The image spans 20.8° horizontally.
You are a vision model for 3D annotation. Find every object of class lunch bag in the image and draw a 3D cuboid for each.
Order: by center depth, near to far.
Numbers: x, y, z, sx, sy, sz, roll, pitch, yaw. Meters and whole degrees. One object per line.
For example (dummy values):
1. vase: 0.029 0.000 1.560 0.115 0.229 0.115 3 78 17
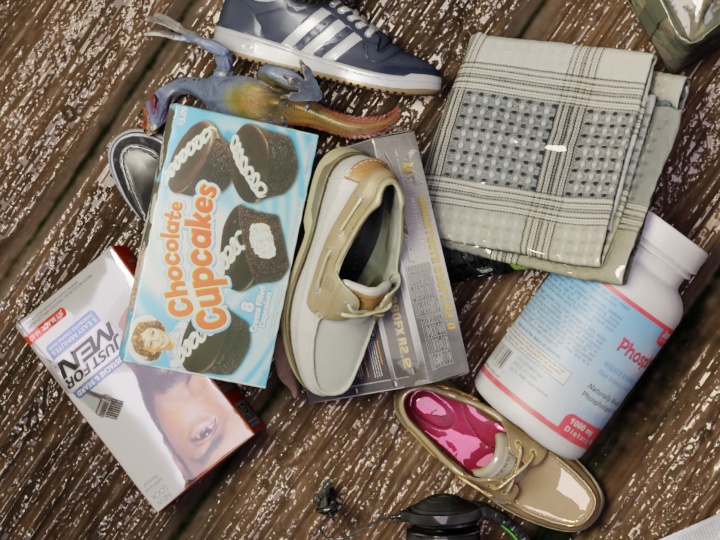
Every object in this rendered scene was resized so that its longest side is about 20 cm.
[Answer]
1. lunch bag: 0.244 -0.271 1.546 0.117 0.164 0.201 -27 86 1

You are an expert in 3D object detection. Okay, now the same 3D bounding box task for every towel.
1. towel: 0.150 -0.095 1.576 0.199 0.035 0.194 13 71 23

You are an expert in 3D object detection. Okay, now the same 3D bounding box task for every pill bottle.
1. pill bottle: 0.190 0.044 1.590 0.108 0.109 0.201 36 96 5

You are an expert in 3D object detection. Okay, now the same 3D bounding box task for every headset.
1. headset: 0.052 0.237 1.645 0.199 0.094 0.124 27 91 -9

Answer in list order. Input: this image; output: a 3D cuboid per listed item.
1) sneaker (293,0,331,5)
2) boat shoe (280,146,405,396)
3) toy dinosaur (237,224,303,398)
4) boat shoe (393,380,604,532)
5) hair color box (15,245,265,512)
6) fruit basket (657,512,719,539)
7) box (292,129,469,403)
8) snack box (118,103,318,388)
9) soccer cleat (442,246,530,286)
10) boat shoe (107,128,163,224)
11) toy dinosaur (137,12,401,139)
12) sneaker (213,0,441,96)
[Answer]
1. sneaker: -0.015 -0.277 1.593 0.091 0.199 0.076 54 137 18
2. boat shoe: -0.011 0.010 1.520 0.068 0.074 0.202 28 119 47
3. toy dinosaur: -0.084 0.008 1.585 0.135 0.086 0.200 -40 99 -9
4. boat shoe: 0.110 0.155 1.623 0.199 0.069 0.074 31 95 6
5. hair color box: -0.186 0.090 1.665 0.111 0.064 0.200 -39 87 6
6. fruit basket: 0.334 0.278 1.600 0.199 0.094 0.186 -24 88 -8
7. box: 0.000 0.000 1.600 0.158 0.048 0.202 -15 89 49
8. snack box: -0.110 -0.019 1.515 0.115 0.037 0.202 11 92 -15
9. soccer cleat: 0.104 -0.024 1.614 0.199 0.068 0.081 -34 56 6
10. boat shoe: -0.145 -0.038 1.653 0.072 0.068 0.201 -37 87 7
11. toy dinosaur: -0.101 -0.127 1.624 0.199 0.181 0.106 22 87 -27
12. sneaker: -0.020 -0.212 1.632 0.198 0.070 0.109 14 95 10
